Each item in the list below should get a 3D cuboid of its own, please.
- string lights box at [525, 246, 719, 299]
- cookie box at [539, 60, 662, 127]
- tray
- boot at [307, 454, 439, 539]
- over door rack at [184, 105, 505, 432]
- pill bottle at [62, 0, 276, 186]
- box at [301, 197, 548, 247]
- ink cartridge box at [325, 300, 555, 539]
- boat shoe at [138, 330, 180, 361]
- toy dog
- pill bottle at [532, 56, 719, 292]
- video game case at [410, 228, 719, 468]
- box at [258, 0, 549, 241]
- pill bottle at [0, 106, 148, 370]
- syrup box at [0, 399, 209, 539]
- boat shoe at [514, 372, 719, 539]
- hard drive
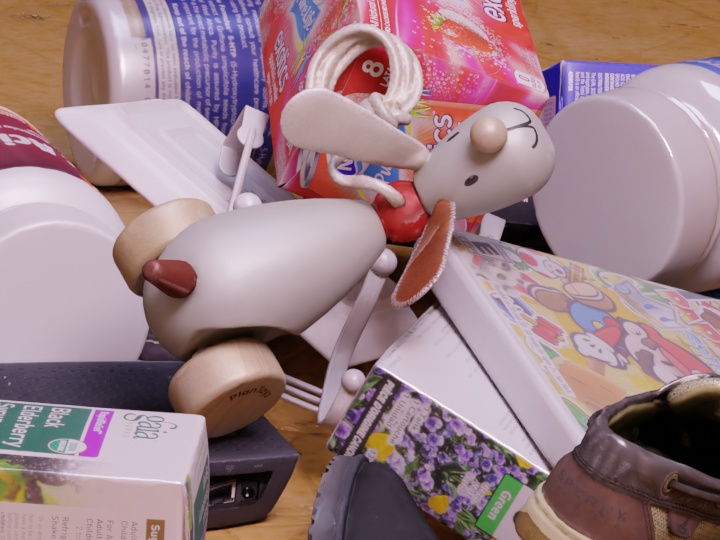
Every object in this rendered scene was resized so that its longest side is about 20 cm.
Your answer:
[{"bbox_3d":[0.172,0.026,1.511,0.200,0.059,0.103,-2,17,-20],"label":"string lights box"},{"bbox_3d":[0.196,-0.078,1.755,0.200,0.075,0.171,2,-2,-9],"label":"cookie box"},{"bbox_3d":[-0.055,-0.027,1.482,0.200,0.022,0.107,41,21,16],"label":"tray"},{"bbox_3d":[0.079,0.130,1.137,0.200,0.066,0.165,3,25,5],"label":"boot"},{"bbox_3d":[0.000,0.000,1.392,0.148,0.067,0.200,24,33,-12],"label":"over door rack"},{"bbox_3d":[-0.072,-0.113,1.807,0.200,0.120,0.120,-3,18,-20],"label":"pill bottle"},{"bbox_3d":[0.049,-0.040,1.594,0.161,0.049,0.200,5,-5,-3],"label":"box"},{"bbox_3d":[0.093,0.095,1.250,0.200,0.050,0.109,33,22,7],"label":"ink cartridge box"},{"bbox_3d":[-0.074,0.007,1.503,0.072,0.065,0.200,9,18,14],"label":"boat shoe"},{"bbox_3d":[-0.021,-0.020,1.248,0.132,0.200,0.096,40,-5,19],"label":"toy dog"},{"bbox_3d":[0.185,-0.051,1.467,0.114,0.114,0.200,19,22,41],"label":"pill bottle"},{"bbox_3d":[0.134,0.059,1.278,0.182,0.023,0.200,14,27,-33],"label":"video game case"},{"bbox_3d":[0.017,-0.105,1.432,0.100,0.096,0.200,20,26,-15],"label":"box"},{"bbox_3d":[-0.175,-0.007,1.442,0.114,0.114,0.200,-3,18,-21],"label":"pill bottle"},{"bbox_3d":[-0.162,0.097,1.162,0.200,0.082,0.079,3,18,2],"label":"syrup box"},{"bbox_3d":[0.132,0.073,1.135,0.072,0.066,0.201,41,26,22],"label":"boat shoe"},{"bbox_3d":[-0.141,0.078,1.295,0.200,0.042,0.135,-1,18,-21],"label":"hard drive"}]
